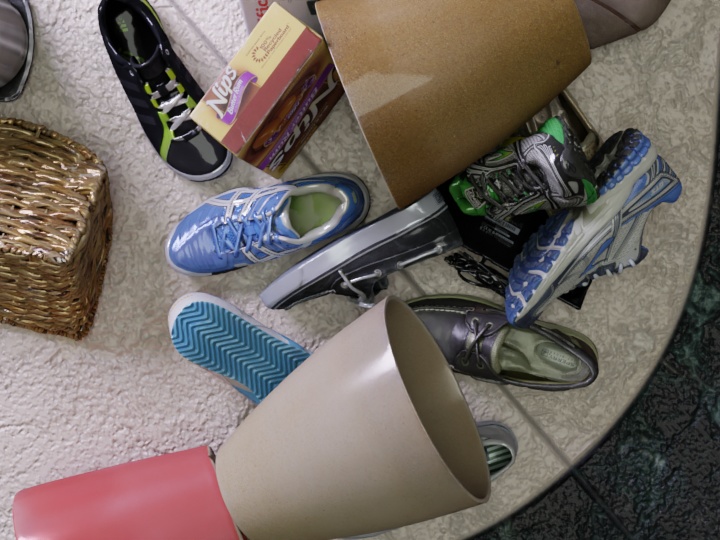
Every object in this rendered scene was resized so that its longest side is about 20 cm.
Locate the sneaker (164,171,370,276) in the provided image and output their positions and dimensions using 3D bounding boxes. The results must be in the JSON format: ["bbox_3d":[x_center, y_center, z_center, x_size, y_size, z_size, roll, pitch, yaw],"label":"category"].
[{"bbox_3d":[-0.089,-0.047,1.150,0.197,0.077,0.077,-20,92,4],"label":"sneaker"}]

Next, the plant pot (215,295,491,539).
[{"bbox_3d":[-0.018,0.149,1.072,0.198,0.187,0.189,-27,90,14],"label":"plant pot"}]

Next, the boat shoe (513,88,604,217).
[{"bbox_3d":[0.193,-0.098,1.139,0.071,0.065,0.202,-28,88,-8],"label":"boat shoe"}]

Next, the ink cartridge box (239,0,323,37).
[{"bbox_3d":[-0.016,-0.284,1.099,0.196,0.147,0.085,-7,58,2],"label":"ink cartridge box"}]

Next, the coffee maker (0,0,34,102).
[{"bbox_3d":[-0.402,-0.208,1.097,0.189,0.200,0.137,-19,90,2],"label":"coffee maker"}]

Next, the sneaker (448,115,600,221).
[{"bbox_3d":[0.137,-0.073,1.068,0.084,0.200,0.079,-29,94,-14],"label":"sneaker"}]

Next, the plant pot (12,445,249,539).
[{"bbox_3d":[-0.188,0.256,1.115,0.175,0.200,0.203,-23,90,-8],"label":"plant pot"}]

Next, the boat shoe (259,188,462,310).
[{"bbox_3d":[0.001,-0.001,1.140,0.197,0.074,0.069,-28,96,14],"label":"boat shoe"}]

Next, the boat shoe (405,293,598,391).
[{"bbox_3d":[0.124,0.067,1.149,0.198,0.066,0.073,13,92,2],"label":"boat shoe"}]

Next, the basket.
[{"bbox_3d":[-0.332,-0.046,1.167,0.197,0.150,0.144,12,59,2],"label":"basket"}]

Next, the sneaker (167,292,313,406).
[{"bbox_3d":[-0.089,0.085,1.157,0.199,0.081,0.077,39,90,-19],"label":"sneaker"}]

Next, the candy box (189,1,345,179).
[{"bbox_3d":[-0.072,-0.149,1.085,0.056,0.200,0.117,38,93,4],"label":"candy box"}]

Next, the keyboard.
[{"bbox_3d":[0.123,-0.027,1.171,0.198,0.040,0.105,29,69,2],"label":"keyboard"}]

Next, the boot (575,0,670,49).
[{"bbox_3d":[0.196,-0.296,1.131,0.145,0.070,0.201,-36,103,10],"label":"boot"}]

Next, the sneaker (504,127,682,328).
[{"bbox_3d":[0.206,-0.020,1.095,0.085,0.077,0.201,34,106,-15],"label":"sneaker"}]

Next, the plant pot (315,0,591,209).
[{"bbox_3d":[0.087,-0.177,1.062,0.197,0.186,0.189,-22,90,4],"label":"plant pot"}]

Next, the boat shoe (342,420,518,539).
[{"bbox_3d":[0.051,0.191,1.154,0.198,0.067,0.074,-28,90,3],"label":"boat shoe"}]

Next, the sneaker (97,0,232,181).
[{"bbox_3d":[-0.189,-0.169,1.147,0.071,0.083,0.202,-32,90,3],"label":"sneaker"}]
